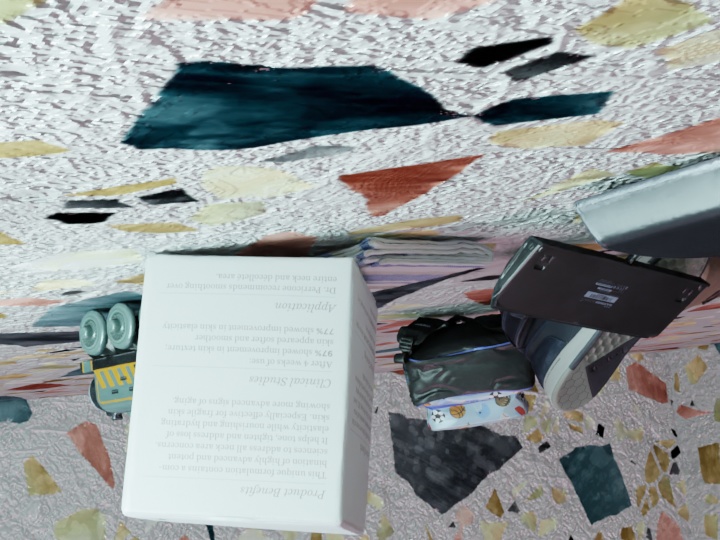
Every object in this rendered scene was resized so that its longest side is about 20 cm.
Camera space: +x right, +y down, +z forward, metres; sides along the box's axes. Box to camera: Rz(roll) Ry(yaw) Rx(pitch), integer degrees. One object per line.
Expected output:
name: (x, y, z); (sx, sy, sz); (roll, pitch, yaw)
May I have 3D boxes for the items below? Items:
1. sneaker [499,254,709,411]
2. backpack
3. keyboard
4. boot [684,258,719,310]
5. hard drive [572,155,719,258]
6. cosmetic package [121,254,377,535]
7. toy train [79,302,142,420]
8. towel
sneaker: (0.209, 0.006, 1.072); (0.077, 0.146, 0.202); (28, 110, -38)
backpack: (0.150, 0.131, 1.624); (0.200, 0.154, 0.191); (-5, -166, 4)
keyboard: (0.204, -0.001, 0.946); (0.200, 0.021, 0.127); (11, 131, -35)
boot: (0.336, 0.001, 1.182); (0.146, 0.070, 0.200); (-12, 172, -20)
hard drive: (0.260, -0.041, 0.841); (0.200, 0.042, 0.135); (2, 167, -44)
cosmetic package: (-0.080, 0.103, 0.946); (0.167, 0.200, 0.166); (2, 166, 7)
toy train: (-0.211, 0.088, 1.180); (0.200, 0.114, 0.085); (-13, 169, 43)
towel: (0.000, 0.000, 1.030); (0.147, 0.024, 0.200); (1, 170, -40)
